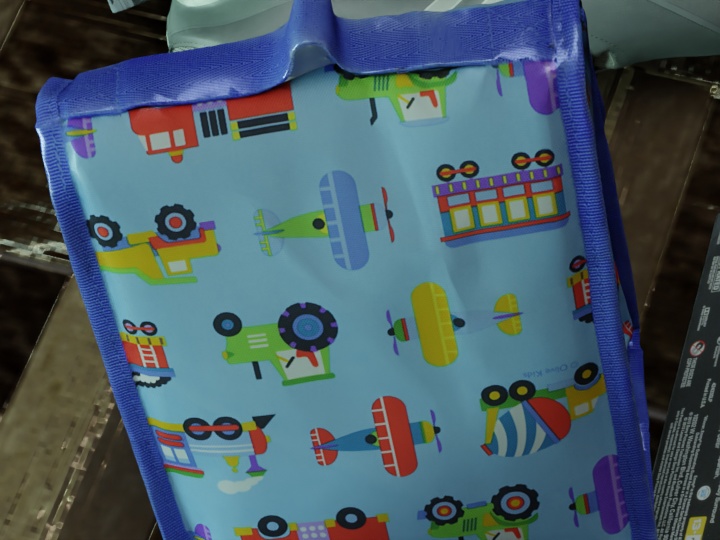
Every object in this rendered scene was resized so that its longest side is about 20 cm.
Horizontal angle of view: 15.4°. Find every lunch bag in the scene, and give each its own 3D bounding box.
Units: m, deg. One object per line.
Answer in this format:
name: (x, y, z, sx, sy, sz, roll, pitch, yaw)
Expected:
lunch bag: (0.000, 0.000, 0.767, 0.150, 0.200, 0.094, -7, 49, 8)

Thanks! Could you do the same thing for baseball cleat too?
baseball cleat: (0.033, -0.066, 0.898, 0.200, 0.070, 0.107, 5, 80, 11)

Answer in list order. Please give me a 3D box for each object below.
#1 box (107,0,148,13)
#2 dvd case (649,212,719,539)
box: (-0.038, -0.177, 0.928, 0.158, 0.050, 0.200, -21, 34, -3)
dvd case: (0.175, 0.035, 0.776, 0.200, 0.022, 0.146, -10, 52, 42)
